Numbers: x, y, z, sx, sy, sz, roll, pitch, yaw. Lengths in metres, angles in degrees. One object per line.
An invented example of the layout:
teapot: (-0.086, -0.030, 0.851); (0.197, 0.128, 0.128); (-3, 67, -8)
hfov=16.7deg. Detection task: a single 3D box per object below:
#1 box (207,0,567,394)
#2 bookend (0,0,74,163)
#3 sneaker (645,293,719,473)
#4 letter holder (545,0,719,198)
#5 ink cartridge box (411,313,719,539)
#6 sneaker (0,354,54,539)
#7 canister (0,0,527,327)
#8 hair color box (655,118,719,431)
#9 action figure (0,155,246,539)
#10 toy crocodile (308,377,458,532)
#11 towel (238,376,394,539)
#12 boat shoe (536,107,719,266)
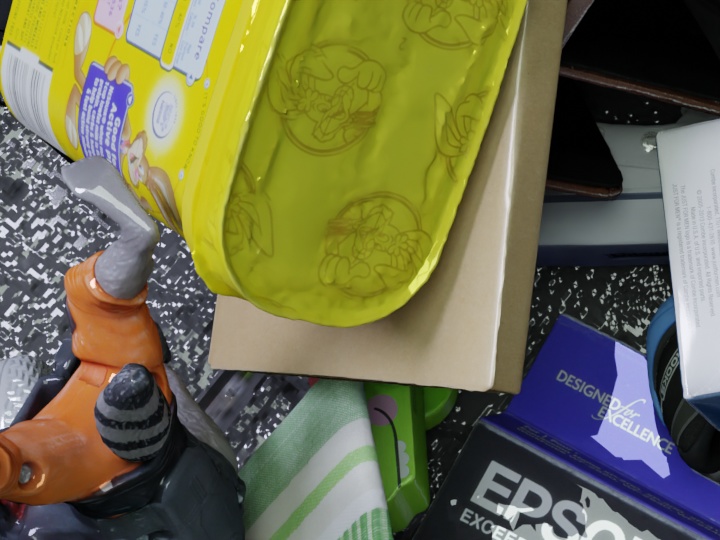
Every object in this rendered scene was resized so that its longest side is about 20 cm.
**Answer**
box: (0.010, -0.061, 0.845); (0.163, 0.021, 0.200); (1, 82, 55)
bookend: (-0.187, -0.167, 0.993); (0.200, 0.092, 0.199); (13, 80, 14)
sneaker: (0.200, 0.031, 0.874); (0.199, 0.071, 0.083); (-15, 60, 23)
letter holder: (0.077, -0.126, 0.912); (0.101, 0.142, 0.200); (-57, 41, 30)
ink cartridge box: (0.109, 0.140, 0.896); (0.198, 0.043, 0.200); (27, 82, 15)
sneaker: (-0.147, 0.139, 0.927); (0.114, 0.075, 0.200); (-16, 71, 9)
canister: (-0.042, -0.083, 0.832); (0.200, 0.086, 0.149); (33, 107, 55)
hair color box: (0.205, -0.013, 0.810); (0.200, 0.061, 0.100); (-12, 68, 21)
action figure: (-0.093, 0.086, 0.807); (0.104, 0.194, 0.200); (13, 63, 23)
toy crocodile: (0.000, 0.000, 0.931); (0.062, 0.068, 0.200); (-8, 71, 8)
towel: (-0.026, 0.150, 0.842); (0.153, 0.023, 0.200); (-50, 34, 30)
boat shoe: (0.132, -0.038, 0.917); (0.200, 0.074, 0.065); (-1, 81, 9)
